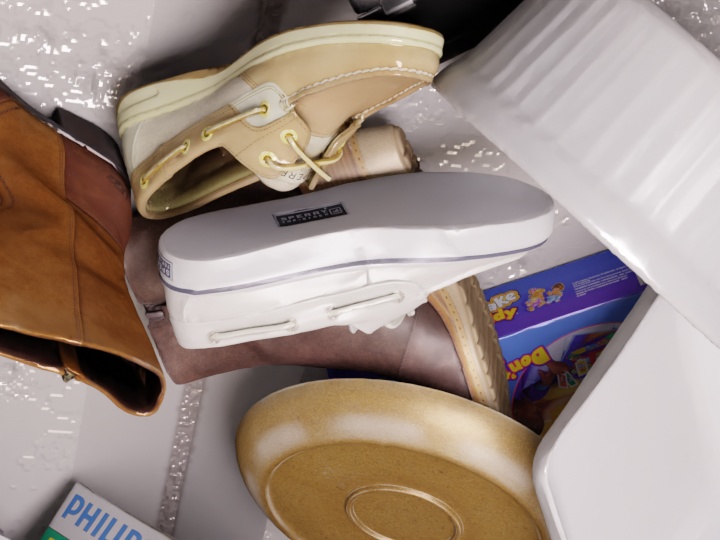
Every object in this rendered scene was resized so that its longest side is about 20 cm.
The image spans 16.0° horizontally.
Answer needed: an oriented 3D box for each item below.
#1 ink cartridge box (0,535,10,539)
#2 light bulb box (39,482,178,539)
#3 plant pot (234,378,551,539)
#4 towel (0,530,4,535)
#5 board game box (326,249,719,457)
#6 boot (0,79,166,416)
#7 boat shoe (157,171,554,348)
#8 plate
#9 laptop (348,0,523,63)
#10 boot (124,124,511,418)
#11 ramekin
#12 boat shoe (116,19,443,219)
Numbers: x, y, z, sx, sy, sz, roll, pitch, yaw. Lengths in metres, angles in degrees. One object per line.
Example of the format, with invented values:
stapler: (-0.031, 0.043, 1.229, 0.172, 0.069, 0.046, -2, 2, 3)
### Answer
ink cartridge box: (-0.225, 0.211, 1.303, 0.083, 0.200, 0.146, -39, 131, 15)
light bulb box: (-0.119, 0.251, 1.388, 0.125, 0.198, 0.201, 39, 78, -38)
plant pot: (0.025, 0.124, 1.381, 0.199, 0.028, 0.200, 12, 146, 8)
towel: (-0.306, 0.196, 1.471, 0.199, 0.023, 0.144, 5, 125, -14)
board game box: (0.093, 0.073, 1.443, 0.199, 0.045, 0.135, -18, 126, 2)
boot: (-0.188, -0.021, 1.225, 0.188, 0.200, 0.069, 30, 116, -28)
boat shoe: (0.000, 0.000, 1.276, 0.199, 0.072, 0.066, -11, 118, -12)
plate: (0.150, 0.107, 1.363, 0.032, 0.200, 0.201, 11, 135, 32)
laptop: (0.067, -0.201, 1.229, 0.186, 0.116, 0.200, -25, 168, 9)
boot: (-0.021, 0.030, 1.359, 0.166, 0.072, 0.201, -21, 104, 13)
ramekin: (0.138, -0.058, 1.229, 0.098, 0.201, 0.200, -47, 121, 5)
boat shoe: (-0.038, -0.071, 1.249, 0.199, 0.067, 0.074, -16, 161, 42)
